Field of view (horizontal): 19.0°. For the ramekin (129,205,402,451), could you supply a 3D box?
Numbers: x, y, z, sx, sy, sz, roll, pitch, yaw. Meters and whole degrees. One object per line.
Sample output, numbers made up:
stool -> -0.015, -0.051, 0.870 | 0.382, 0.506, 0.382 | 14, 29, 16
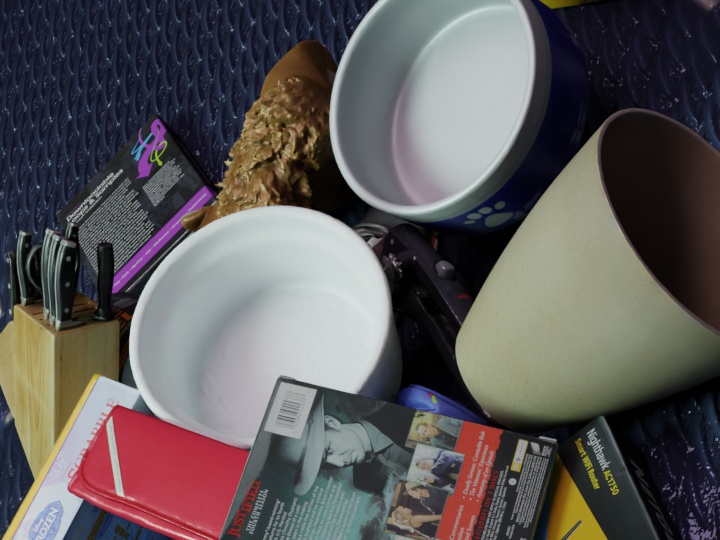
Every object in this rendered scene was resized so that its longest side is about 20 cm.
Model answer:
ramekin -> -0.064, 0.062, 1.607 | 0.199, 0.098, 0.201 | -7, 58, 12

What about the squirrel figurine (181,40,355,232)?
squirrel figurine -> -0.073, -0.075, 1.785 | 0.187, 0.142, 0.200 | -46, -5, 16

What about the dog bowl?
dog bowl -> 0.075, -0.130, 1.660 | 0.199, 0.079, 0.201 | -14, 68, 37

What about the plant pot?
plant pot -> 0.163, 0.022, 1.469 | 0.200, 0.187, 0.188 | -40, 34, 36

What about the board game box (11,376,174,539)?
board game box -> -0.197, 0.207, 1.642 | 0.041, 0.200, 0.201 | 20, 72, 22

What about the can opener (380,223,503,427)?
can opener -> 0.071, 0.036, 1.617 | 0.200, 0.078, 0.064 | -123, 36, -45

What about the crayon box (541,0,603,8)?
crayon box -> 0.150, -0.296, 1.733 | 0.172, 0.200, 0.058 | -4, 55, 45

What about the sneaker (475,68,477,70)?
sneaker -> 0.116, -0.129, 1.722 | 0.076, 0.077, 0.201 | -21, 46, 31

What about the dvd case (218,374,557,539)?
dvd case -> 0.018, 0.155, 1.424 | 0.199, 0.022, 0.146 | 13, 58, 9

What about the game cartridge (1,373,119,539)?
game cartridge -> -0.220, 0.193, 1.696 | 0.032, 0.200, 0.177 | 22, 70, 17

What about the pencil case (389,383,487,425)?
pencil case -> 0.014, 0.171, 1.551 | 0.087, 0.078, 0.200 | 32, 82, 30

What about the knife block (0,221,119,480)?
knife block -> -0.233, 0.067, 1.742 | 0.176, 0.064, 0.201 | -44, 64, 52

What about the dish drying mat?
dish drying mat -> -0.117, 0.151, 1.495 | 0.199, 0.018, 0.077 | 16, 65, 37

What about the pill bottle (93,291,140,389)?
pill bottle -> -0.183, 0.078, 1.824 | 0.200, 0.106, 0.106 | 15, 69, 52

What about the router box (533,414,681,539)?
router box -> 0.141, 0.210, 1.402 | 0.149, 0.051, 0.200 | -39, 35, 14

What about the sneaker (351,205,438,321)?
sneaker -> 0.000, 0.000, 1.721 | 0.077, 0.082, 0.201 | -8, 52, 43

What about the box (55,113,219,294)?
box -> -0.205, -0.051, 2.029 | 0.143, 0.036, 0.200 | -44, 37, 5
